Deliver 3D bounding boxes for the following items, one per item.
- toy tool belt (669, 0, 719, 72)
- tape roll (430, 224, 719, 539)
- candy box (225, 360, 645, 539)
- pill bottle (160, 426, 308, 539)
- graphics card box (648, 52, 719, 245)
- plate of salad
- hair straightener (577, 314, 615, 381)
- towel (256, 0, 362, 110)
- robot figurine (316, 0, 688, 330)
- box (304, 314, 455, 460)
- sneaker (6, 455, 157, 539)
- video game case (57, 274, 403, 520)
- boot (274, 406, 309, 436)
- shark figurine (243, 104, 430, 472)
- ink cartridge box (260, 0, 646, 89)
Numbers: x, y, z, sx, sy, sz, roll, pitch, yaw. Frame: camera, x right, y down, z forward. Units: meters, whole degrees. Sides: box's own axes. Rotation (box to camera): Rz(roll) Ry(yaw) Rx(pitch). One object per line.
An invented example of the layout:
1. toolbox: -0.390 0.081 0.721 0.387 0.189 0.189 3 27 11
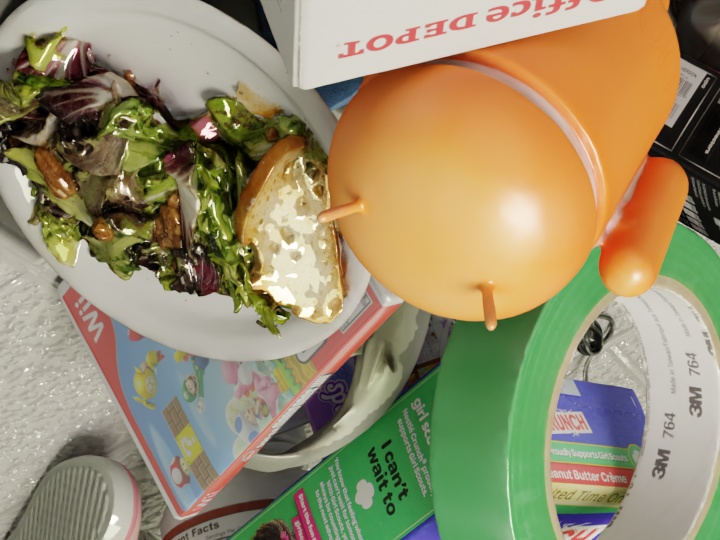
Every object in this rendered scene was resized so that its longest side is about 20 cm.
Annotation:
1. toy tool belt: 0.216 -0.137 0.903 0.123 0.124 0.200 -52 173 -12
2. tape roll: 0.115 0.075 0.908 0.048 0.203 0.199 5 173 43
3. candy box: 0.044 0.138 1.025 0.168 0.078 0.200 11 135 -45
4. pill bottle: -0.060 0.189 1.145 0.111 0.202 0.112 -8 155 -4
5. graphics card box: 0.181 -0.043 0.895 0.051 0.199 0.125 -58 158 -4
6. plate of salad: -0.088 -0.034 0.837 0.198 0.048 0.202 16 133 18
7. hair straightener: 0.129 0.036 1.193 0.076 0.041 0.200 -26 149 7
8. towel: 0.049 -0.144 0.859 0.198 0.049 0.112 -20 148 -4
9. robot figurine: 0.058 -0.061 0.776 0.116 0.200 0.145 -4 126 36
10. box: 0.024 0.022 1.028 0.136 0.039 0.202 -19 122 -5
11. sneaker: -0.155 0.173 1.193 0.104 0.076 0.200 4 148 -30
12. video game case: -0.069 0.010 0.924 0.017 0.144 0.200 -11 153 -45
13. boot: -0.024 0.076 1.125 0.198 0.074 0.096 -18 142 -8
14. shark figurine: 0.008 0.021 0.959 0.089 0.127 0.217 -37 142 -66
15. ink cartridge box: 0.025 -0.193 0.671 0.145 0.147 0.201 -14 148 -13
